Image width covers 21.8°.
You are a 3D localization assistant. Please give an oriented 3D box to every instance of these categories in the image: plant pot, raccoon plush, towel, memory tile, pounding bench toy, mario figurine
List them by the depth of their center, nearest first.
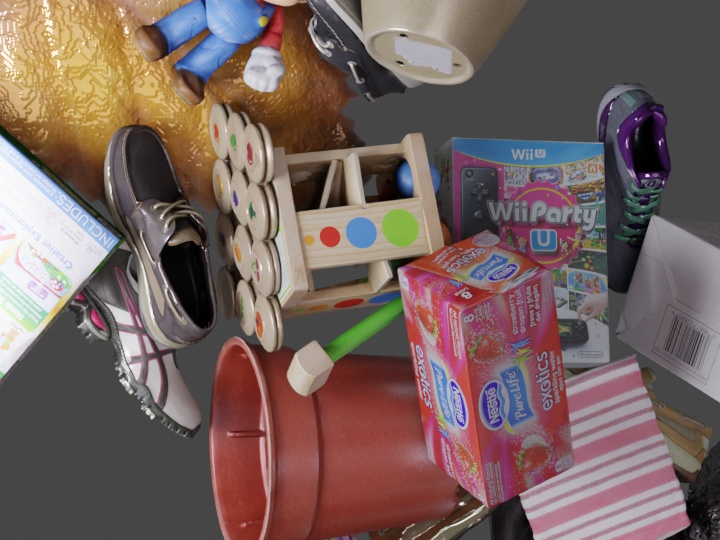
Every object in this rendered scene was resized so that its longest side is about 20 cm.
[{"bbox_3d":[0.074,-0.262,1.519,0.186,0.187,0.201,23,72,-18],"label":"plant pot"},{"bbox_3d":[-0.097,-0.229,1.577,0.200,0.106,0.123,-40,146,11],"label":"mario figurine"},{"bbox_3d":[0.000,0.000,1.614,0.155,0.124,0.202,-6,75,-16],"label":"pounding bench toy"},{"bbox_3d":[-0.101,-0.039,1.618,0.017,0.153,0.202,-9,109,-19],"label":"memory tile"},{"bbox_3d":[-0.018,0.158,1.687,0.194,0.201,0.202,-1,109,-19],"label":"plant pot"},{"bbox_3d":[0.214,0.183,1.734,0.145,0.030,0.201,-21,114,1],"label":"towel"},{"bbox_3d":[0.377,0.254,1.852,0.200,0.097,0.134,-42,117,10],"label":"raccoon plush"}]

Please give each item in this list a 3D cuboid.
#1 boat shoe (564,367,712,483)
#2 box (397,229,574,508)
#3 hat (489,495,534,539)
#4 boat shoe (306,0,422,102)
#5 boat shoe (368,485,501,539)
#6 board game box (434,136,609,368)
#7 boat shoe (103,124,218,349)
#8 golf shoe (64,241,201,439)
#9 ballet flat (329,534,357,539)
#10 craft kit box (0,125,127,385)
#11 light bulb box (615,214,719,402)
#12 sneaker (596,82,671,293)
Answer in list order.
[{"bbox_3d":[0.257,0.125,1.799,0.199,0.072,0.076,35,76,-22],"label":"boat shoe"},{"bbox_3d":[0.106,0.082,1.564,0.095,0.100,0.201,-23,122,-22],"label":"box"},{"bbox_3d":[0.221,0.264,1.822,0.199,0.081,0.202,-4,109,-11],"label":"hat"},{"bbox_3d":[-0.010,-0.198,1.585,0.060,0.200,0.074,-25,68,16],"label":"boat shoe"},{"bbox_3d":[0.089,0.214,1.780,0.200,0.076,0.074,-42,83,6],"label":"boat shoe"},{"bbox_3d":[0.144,-0.014,1.683,0.146,0.064,0.202,1,82,-12],"label":"board game box"},{"bbox_3d":[-0.163,-0.033,1.626,0.074,0.073,0.201,-22,98,-40],"label":"boat shoe"},{"bbox_3d":[-0.190,0.063,1.676,0.088,0.077,0.201,-37,112,-6],"label":"golf shoe"},{"bbox_3d":[-0.070,0.335,1.791,0.200,0.071,0.069,-44,110,4],"label":"ballet flat"},{"bbox_3d":[-0.338,-0.019,1.603,0.200,0.049,0.198,42,94,-2],"label":"craft kit box"},{"bbox_3d":[0.377,0.046,1.691,0.199,0.198,0.126,5,109,-35],"label":"light bulb box"},{"bbox_3d":[0.248,-0.067,1.714,0.074,0.088,0.202,-6,109,-10],"label":"sneaker"}]
